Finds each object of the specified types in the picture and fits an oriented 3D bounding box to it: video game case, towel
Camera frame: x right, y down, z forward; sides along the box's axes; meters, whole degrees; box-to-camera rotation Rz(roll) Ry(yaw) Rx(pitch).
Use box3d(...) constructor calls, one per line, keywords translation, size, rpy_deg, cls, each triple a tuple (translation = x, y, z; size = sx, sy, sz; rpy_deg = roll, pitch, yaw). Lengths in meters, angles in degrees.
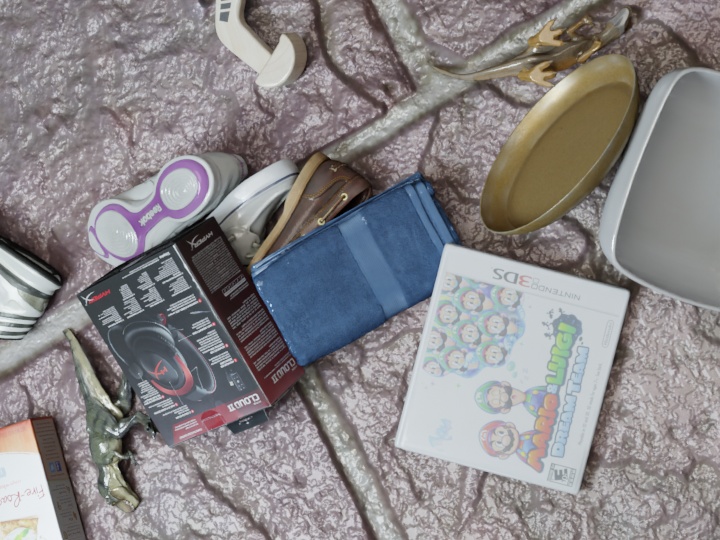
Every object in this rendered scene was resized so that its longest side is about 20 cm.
box3d(translation=(0.143, 0.093, 1.587), size=(0.181, 0.024, 0.201), rpy_deg=(14, 93, 2), cls="video game case")
box3d(translation=(0.000, 0.000, 1.603), size=(0.199, 0.049, 0.112), rpy_deg=(-30, 100, -11), cls="towel")

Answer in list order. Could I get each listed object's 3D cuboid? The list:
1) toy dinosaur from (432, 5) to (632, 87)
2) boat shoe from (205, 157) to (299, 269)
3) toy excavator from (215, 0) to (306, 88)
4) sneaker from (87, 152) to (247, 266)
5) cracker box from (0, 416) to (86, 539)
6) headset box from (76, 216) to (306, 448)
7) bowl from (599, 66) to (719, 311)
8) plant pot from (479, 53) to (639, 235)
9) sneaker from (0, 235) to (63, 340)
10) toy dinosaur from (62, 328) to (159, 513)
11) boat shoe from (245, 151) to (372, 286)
box3d(translation=(0.166, -0.197, 1.581), size=(0.199, 0.106, 0.061), rpy_deg=(-15, 91, 8), cls="toy dinosaur")
box3d(translation=(-0.126, -0.027, 1.662), size=(0.200, 0.072, 0.066), rpy_deg=(-42, 80, 12), cls="boat shoe")
box3d(translation=(-0.137, -0.295, 1.671), size=(0.193, 0.100, 0.201), rpy_deg=(13, 105, 18), cls="toy excavator")
box3d(translation=(-0.192, -0.061, 1.684), size=(0.199, 0.099, 0.075), rpy_deg=(-26, 89, 36), cls="sneaker")
box3d(translation=(-0.360, 0.265, 1.725), size=(0.133, 0.058, 0.201), rpy_deg=(-19, 84, 15), cls="cracker box")
box3d(translation=(-0.159, 0.071, 1.621), size=(0.148, 0.075, 0.201), rpy_deg=(-25, 99, 36), cls="headset box")
box3d(translation=(0.311, -0.072, 1.506), size=(0.199, 0.075, 0.201), rpy_deg=(18, 95, -24), cls="bowl")
box3d(translation=(0.186, -0.110, 1.532), size=(0.027, 0.200, 0.200), rpy_deg=(36, 99, -21), cls="plant pot")
box3d(translation=(-0.417, 0.003, 1.739), size=(0.200, 0.076, 0.116), rpy_deg=(34, 95, 12), cls="sneaker")
box3d(translation=(-0.248, 0.144, 1.706), size=(0.088, 0.047, 0.201), rpy_deg=(-20, 80, 21), cls="toy dinosaur")
box3d(translation=(-0.060, -0.015, 1.642), size=(0.070, 0.070, 0.201), rpy_deg=(31, 98, 16), cls="boat shoe")
